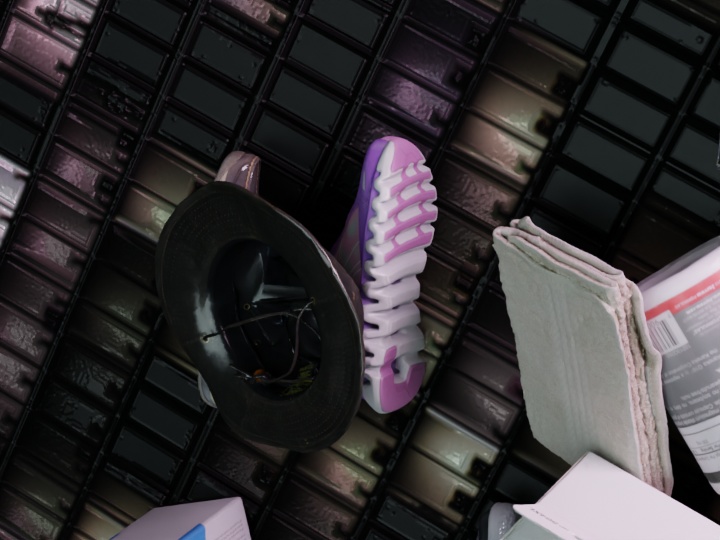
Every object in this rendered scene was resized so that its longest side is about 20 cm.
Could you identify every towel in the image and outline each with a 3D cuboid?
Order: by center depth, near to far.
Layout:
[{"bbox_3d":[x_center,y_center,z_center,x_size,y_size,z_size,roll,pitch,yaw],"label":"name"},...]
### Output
[{"bbox_3d":[0.153,0.064,1.351,0.132,0.034,0.200,34,146,47],"label":"towel"}]

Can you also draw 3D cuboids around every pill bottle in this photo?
[{"bbox_3d":[0.266,0.082,1.335,0.114,0.114,0.200,-31,91,23],"label":"pill bottle"}]

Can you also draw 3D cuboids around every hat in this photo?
[{"bbox_3d":[-0.050,0.024,1.390,0.200,0.081,0.201,21,123,37],"label":"hat"}]

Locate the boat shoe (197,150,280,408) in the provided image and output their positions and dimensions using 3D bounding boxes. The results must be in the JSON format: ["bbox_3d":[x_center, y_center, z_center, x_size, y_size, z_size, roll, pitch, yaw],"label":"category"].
[{"bbox_3d":[-0.078,0.008,1.473,0.073,0.075,0.201,6,111,7],"label":"boat shoe"}]

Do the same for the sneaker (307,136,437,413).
[{"bbox_3d":[0.000,0.000,1.437,0.088,0.080,0.201,13,104,32],"label":"sneaker"}]

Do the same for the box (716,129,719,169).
[{"bbox_3d":[0.317,-0.159,1.232,0.163,0.086,0.201,8,108,18],"label":"box"}]

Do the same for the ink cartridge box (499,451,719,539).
[{"bbox_3d":[0.170,0.234,1.335,0.128,0.125,0.200,28,144,33],"label":"ink cartridge box"}]

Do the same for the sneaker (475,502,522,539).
[{"bbox_3d":[0.061,0.261,1.467,0.113,0.075,0.201,10,107,15],"label":"sneaker"}]

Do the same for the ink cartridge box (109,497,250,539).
[{"bbox_3d":[-0.131,0.293,1.499,0.084,0.145,0.201,-10,98,23],"label":"ink cartridge box"}]
